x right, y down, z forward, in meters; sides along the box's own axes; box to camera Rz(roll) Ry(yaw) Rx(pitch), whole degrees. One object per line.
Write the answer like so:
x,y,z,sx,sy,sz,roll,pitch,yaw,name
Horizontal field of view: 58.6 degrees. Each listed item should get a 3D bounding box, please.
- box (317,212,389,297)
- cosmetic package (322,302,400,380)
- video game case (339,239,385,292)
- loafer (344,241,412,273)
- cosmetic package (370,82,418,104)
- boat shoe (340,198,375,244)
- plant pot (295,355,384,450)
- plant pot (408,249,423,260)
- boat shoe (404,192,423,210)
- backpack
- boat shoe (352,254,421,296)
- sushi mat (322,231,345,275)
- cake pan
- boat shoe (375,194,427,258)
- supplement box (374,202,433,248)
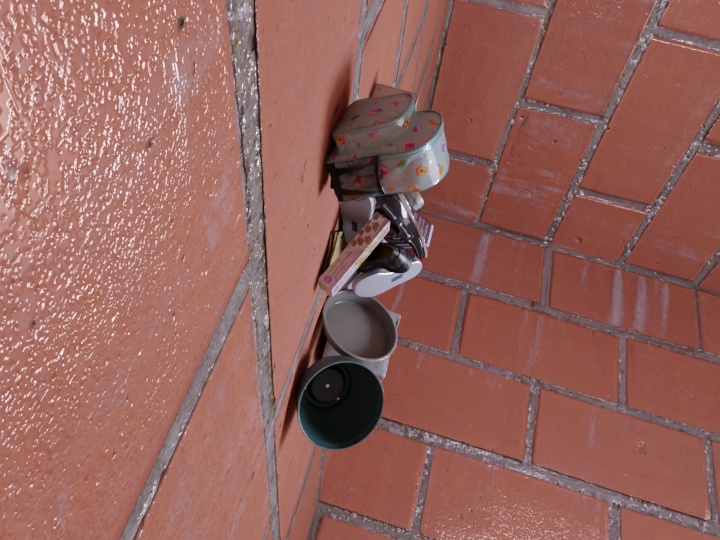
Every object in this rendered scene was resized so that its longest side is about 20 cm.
-0.011,-0.034,1.337,0.201,0.038,0.042,-50,161,-19,box
-0.006,0.193,1.664,0.201,0.162,0.171,110,-2,-69,cosmetic package
0.000,0.000,1.652,0.183,0.023,0.200,-49,172,-2,video game case
0.025,-0.040,1.478,0.072,0.196,0.074,37,61,-46,loafer
0.064,-0.312,1.455,0.202,0.101,0.074,95,13,-56,cosmetic package
0.003,-0.141,1.392,0.204,0.073,0.088,87,16,-57,boat shoe
-0.061,0.277,1.437,0.134,0.196,0.205,-146,-111,-67,plant pot
0.183,-0.078,2.968,0.178,0.197,0.201,-57,168,-25,plant pot
0.075,-0.225,1.582,0.071,0.203,0.070,-35,169,-1,boat shoe
0.052,-0.211,1.094,0.177,0.195,0.156,-65,153,-51,backpack
0.056,0.001,1.577,0.196,0.068,0.073,-23,139,-25,boat shoe
-0.054,-0.039,1.418,0.200,0.012,0.098,-33,136,-83,sushi mat
-0.006,0.136,1.516,0.037,0.197,0.202,-55,-171,41,cake pan
0.092,-0.101,1.440,0.202,0.062,0.073,62,-2,-32,boat shoe
0.076,-0.123,1.530,0.199,0.107,0.062,34,65,-43,supplement box
